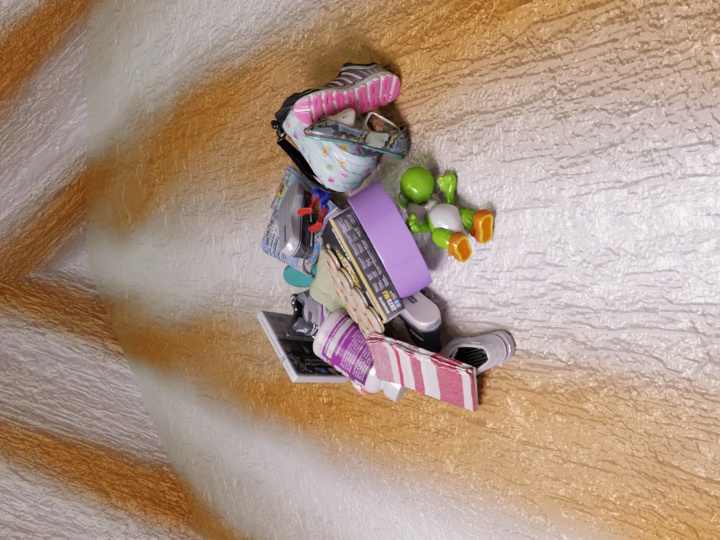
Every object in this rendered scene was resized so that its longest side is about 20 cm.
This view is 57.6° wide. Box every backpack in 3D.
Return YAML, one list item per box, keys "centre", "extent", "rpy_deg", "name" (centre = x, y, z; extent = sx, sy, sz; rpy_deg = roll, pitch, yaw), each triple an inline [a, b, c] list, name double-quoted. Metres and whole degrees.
- centre: [-0.055, -0.249, 1.253]
  extent: [0.202, 0.165, 0.127]
  rpy_deg: [57, 143, 13]
  name: "backpack"

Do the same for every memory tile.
- centre: [-0.008, 0.066, 1.211]
  extent: [0.201, 0.017, 0.155]
  rpy_deg: [53, 166, 33]
  name: "memory tile"

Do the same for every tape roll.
- centre: [0.051, -0.052, 1.145]
  extent: [0.203, 0.065, 0.200]
  rpy_deg: [61, 180, 0]
  name: "tape roll"

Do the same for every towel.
- centre: [-0.019, 0.050, 1.354]
  extent: [0.199, 0.036, 0.150]
  rpy_deg: [37, 134, 19]
  name: "towel"
- centre: [0.107, 0.181, 1.137]
  extent: [0.196, 0.023, 0.145]
  rpy_deg: [16, 147, 24]
  name: "towel"

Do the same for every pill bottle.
- centre: [0.011, 0.170, 1.299]
  extent: [0.198, 0.112, 0.114]
  rpy_deg: [32, 130, 19]
  name: "pill bottle"

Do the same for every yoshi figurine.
- centre: [0.124, -0.107, 1.088]
  extent: [0.200, 0.111, 0.114]
  rpy_deg: [41, 117, 44]
  name: "yoshi figurine"

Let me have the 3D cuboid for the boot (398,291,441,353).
- centre: [0.086, 0.071, 1.232]
  extent: [0.201, 0.071, 0.092]
  rpy_deg: [-126, 19, -46]
  name: "boot"

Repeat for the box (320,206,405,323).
- centre: [0.000, 0.000, 1.181]
  extent: [0.203, 0.049, 0.160]
  rpy_deg: [61, 170, 2]
  name: "box"

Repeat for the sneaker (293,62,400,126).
- centre: [-0.031, -0.321, 1.175]
  extent: [0.075, 0.196, 0.088]
  rpy_deg: [76, 170, -47]
  name: "sneaker"

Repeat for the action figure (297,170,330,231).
- centre: [-0.093, -0.159, 1.319]
  extent: [0.097, 0.202, 0.066]
  rpy_deg: [-13, 127, 32]
  name: "action figure"

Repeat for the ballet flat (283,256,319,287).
- centre: [-0.096, -0.007, 1.467]
  extent: [0.198, 0.070, 0.072]
  rpy_deg: [-15, 89, 48]
  name: "ballet flat"

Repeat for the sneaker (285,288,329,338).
- centre: [-0.103, 0.138, 1.462]
  extent: [0.078, 0.138, 0.203]
  rpy_deg: [-43, 66, 46]
  name: "sneaker"

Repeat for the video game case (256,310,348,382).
- centre: [-0.126, 0.174, 1.474]
  extent: [0.023, 0.198, 0.183]
  rpy_deg: [-45, 60, 19]
  name: "video game case"

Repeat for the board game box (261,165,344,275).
- centre: [-0.118, -0.104, 1.415]
  extent: [0.198, 0.061, 0.204]
  rpy_deg: [23, 89, 42]
  name: "board game box"

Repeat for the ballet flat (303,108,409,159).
- centre: [-0.004, -0.248, 1.150]
  extent: [0.074, 0.196, 0.076]
  rpy_deg: [-173, 90, -67]
  name: "ballet flat"

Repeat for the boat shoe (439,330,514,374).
- centre: [0.176, 0.149, 1.123]
  extent: [0.200, 0.066, 0.075]
  rpy_deg: [-42, 67, 53]
  name: "boat shoe"

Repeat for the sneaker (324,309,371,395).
- centre: [-0.003, 0.161, 1.404]
  extent: [0.082, 0.076, 0.203]
  rpy_deg: [-39, 76, 38]
  name: "sneaker"

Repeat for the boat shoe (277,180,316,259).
- centre: [-0.126, -0.097, 1.337]
  extent: [0.072, 0.070, 0.203]
  rpy_deg: [-39, 36, 35]
  name: "boat shoe"
